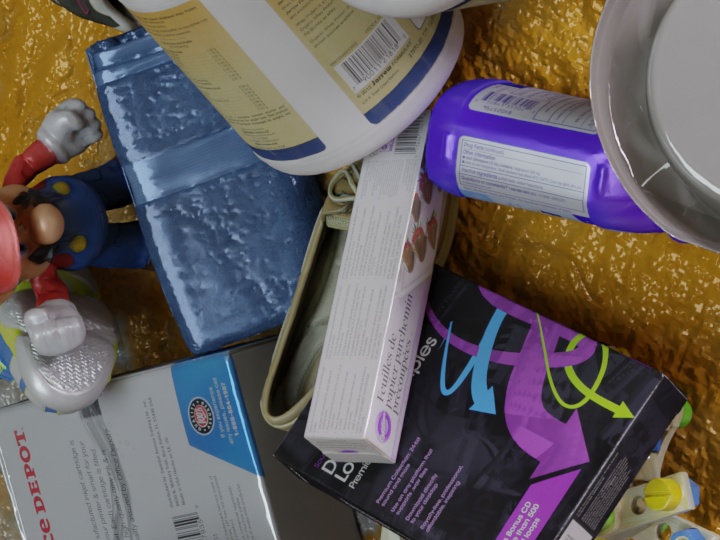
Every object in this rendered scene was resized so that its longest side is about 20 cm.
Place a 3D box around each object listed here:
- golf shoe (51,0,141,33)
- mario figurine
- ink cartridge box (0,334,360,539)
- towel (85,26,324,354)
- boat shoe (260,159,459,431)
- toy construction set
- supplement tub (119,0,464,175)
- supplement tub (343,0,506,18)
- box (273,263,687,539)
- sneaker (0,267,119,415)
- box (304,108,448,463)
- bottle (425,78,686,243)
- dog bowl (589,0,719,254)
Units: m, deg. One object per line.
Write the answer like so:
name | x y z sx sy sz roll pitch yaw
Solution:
golf shoe | -0.155 -0.228 1.683 0.088 0.077 0.200 36 148 20
mario figurine | -0.174 -0.026 1.682 0.123 0.200 0.106 42 120 21
ink cartridge box | -0.115 0.130 1.743 0.200 0.084 0.146 -15 92 36
towel | -0.085 -0.058 1.693 0.111 0.049 0.201 -18 88 5
boat shoe | -0.002 0.000 1.625 0.073 0.063 0.201 25 93 26
toy construction set | 0.102 0.107 1.579 0.199 0.092 0.132 -6 83 22
supplement tub | -0.052 -0.165 1.552 0.144 0.145 0.200 -16 129 36
supplement tub | 0.065 -0.211 1.479 0.145 0.200 0.145 7 103 33
box | 0.061 0.085 1.534 0.200 0.036 0.143 25 78 43
sneaker | -0.205 0.046 1.757 0.105 0.076 0.200 -60 25 28
box | 0.013 0.007 1.558 0.041 0.039 0.201 -2 65 29
bottle | 0.136 -0.056 1.531 0.200 0.083 0.065 14 106 28
dog bowl | 0.219 -0.095 1.438 0.199 0.059 0.201 -2 81 15
